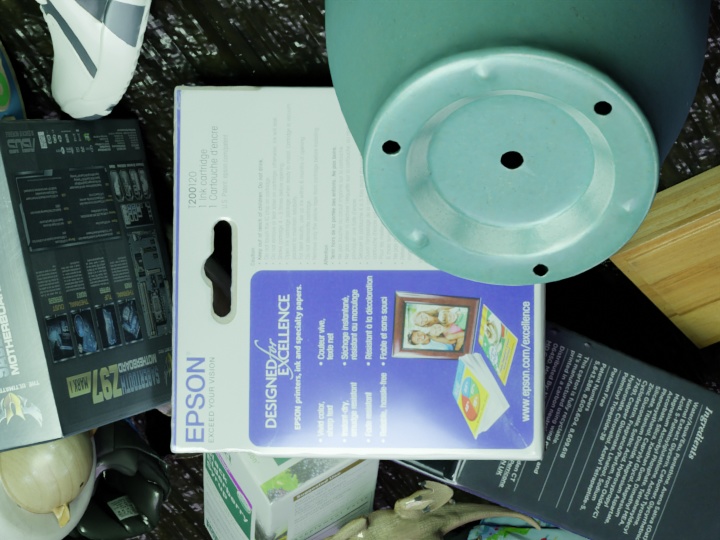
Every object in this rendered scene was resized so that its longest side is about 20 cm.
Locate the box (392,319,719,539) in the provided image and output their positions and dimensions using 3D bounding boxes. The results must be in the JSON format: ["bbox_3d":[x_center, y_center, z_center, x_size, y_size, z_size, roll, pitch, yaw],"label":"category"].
[{"bbox_3d":[0.126,0.096,1.483,0.199,0.105,0.148,23,177,-19],"label":"box"}]

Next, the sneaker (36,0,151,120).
[{"bbox_3d":[-0.160,-0.166,1.268,0.129,0.080,0.200,14,139,-9],"label":"sneaker"}]

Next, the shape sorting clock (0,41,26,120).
[{"bbox_3d":[-0.220,-0.050,1.315,0.039,0.201,0.200,2,141,22],"label":"shape sorting clock"}]

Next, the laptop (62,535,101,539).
[{"bbox_3d":[-0.240,0.207,1.519,0.186,0.116,0.200,5,134,-33],"label":"laptop"}]

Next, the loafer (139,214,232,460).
[{"bbox_3d":[-0.105,0.050,1.501,0.073,0.071,0.201,37,153,32],"label":"loafer"}]

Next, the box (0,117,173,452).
[{"bbox_3d":[-0.153,0.003,1.335,0.051,0.159,0.200,-13,-179,17],"label":"box"}]

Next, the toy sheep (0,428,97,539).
[{"bbox_3d":[-0.222,0.105,1.424,0.199,0.138,0.138,-3,144,42],"label":"toy sheep"}]

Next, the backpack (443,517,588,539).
[{"bbox_3d":[0.163,0.210,1.650,0.199,0.154,0.163,2,143,37],"label":"backpack"}]

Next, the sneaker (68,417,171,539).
[{"bbox_3d":[-0.164,0.124,1.553,0.076,0.112,0.200,-23,157,-16],"label":"sneaker"}]

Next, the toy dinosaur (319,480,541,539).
[{"bbox_3d":[0.032,0.149,1.511,0.199,0.059,0.101,-12,-179,-24],"label":"toy dinosaur"}]

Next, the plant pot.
[{"bbox_3d":[0.071,-0.101,1.219,0.199,0.189,0.201,3,131,3],"label":"plant pot"}]

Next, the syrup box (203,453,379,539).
[{"bbox_3d":[-0.043,0.127,1.547,0.081,0.079,0.200,-29,158,-15],"label":"syrup box"}]

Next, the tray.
[{"bbox_3d":[0.247,-0.028,1.431,0.199,0.037,0.099,-25,132,29],"label":"tray"}]

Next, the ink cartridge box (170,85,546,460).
[{"bbox_3d":[0.000,0.000,1.372,0.199,0.199,0.043,1,176,4],"label":"ink cartridge box"}]
